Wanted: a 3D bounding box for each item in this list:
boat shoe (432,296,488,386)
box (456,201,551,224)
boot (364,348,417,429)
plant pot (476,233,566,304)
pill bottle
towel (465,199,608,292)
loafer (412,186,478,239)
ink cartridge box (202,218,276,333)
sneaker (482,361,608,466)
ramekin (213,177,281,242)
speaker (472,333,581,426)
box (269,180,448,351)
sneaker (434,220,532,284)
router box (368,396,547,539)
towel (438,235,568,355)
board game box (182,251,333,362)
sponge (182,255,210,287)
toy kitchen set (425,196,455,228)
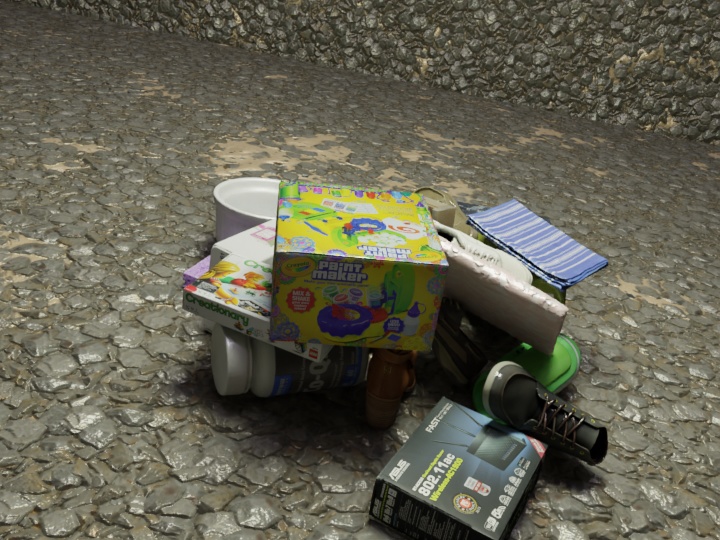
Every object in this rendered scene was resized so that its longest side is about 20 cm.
[{"bbox_3d":[0.119,0.072,1.091,0.073,0.202,0.075,-32,10,4],"label":"boat shoe"},{"bbox_3d":[0.271,-0.031,1.428,0.196,0.119,0.197,9,26,0],"label":"box"},{"bbox_3d":[0.047,0.102,1.031,0.075,0.158,0.200,15,26,11],"label":"boot"},{"bbox_3d":[0.261,0.020,1.212,0.183,0.191,0.200,8,19,-5],"label":"plant pot"},{"bbox_3d":[-0.097,0.110,1.009,0.197,0.116,0.114,-3,29,-25],"label":"pill bottle"},{"bbox_3d":[0.278,-0.047,1.160,0.144,0.024,0.199,-20,49,-42],"label":"towel"},{"bbox_3d":[0.135,-0.099,1.295,0.067,0.077,0.200,27,12,-34],"label":"loafer"},{"bbox_3d":[-0.145,0.010,1.154,0.084,0.147,0.199,24,29,24],"label":"ink cartridge box"},{"bbox_3d":[0.238,0.178,0.932,0.105,0.076,0.199,17,-13,46],"label":"sneaker"},{"bbox_3d":[-0.166,-0.086,1.325,0.196,0.099,0.201,8,24,-4],"label":"ramekin"},{"bbox_3d":[0.246,0.155,1.081,0.088,0.090,0.198,28,31,33],"label":"speaker"},{"bbox_3d":[-0.011,-0.011,0.925,0.196,0.124,0.194,5,29,-7],"label":"box"},{"bbox_3d":[0.159,-0.016,1.089,0.197,0.076,0.081,24,-4,7],"label":"sneaker"},{"bbox_3d":[0.120,0.246,0.876,0.148,0.063,0.199,21,28,22],"label":"router box"},{"bbox_3d":[0.185,0.036,1.012,0.198,0.033,0.191,29,-12,20],"label":"towel"},{"bbox_3d":[-0.114,0.043,0.964,0.197,0.035,0.126,19,29,14],"label":"board game box"},{"bbox_3d":[-0.209,-0.005,1.292,0.110,0.030,0.200,18,27,15],"label":"sponge"},{"bbox_3d":[0.085,0.011,1.156,0.178,0.204,0.162,-13,27,-40],"label":"toy kitchen set"}]
